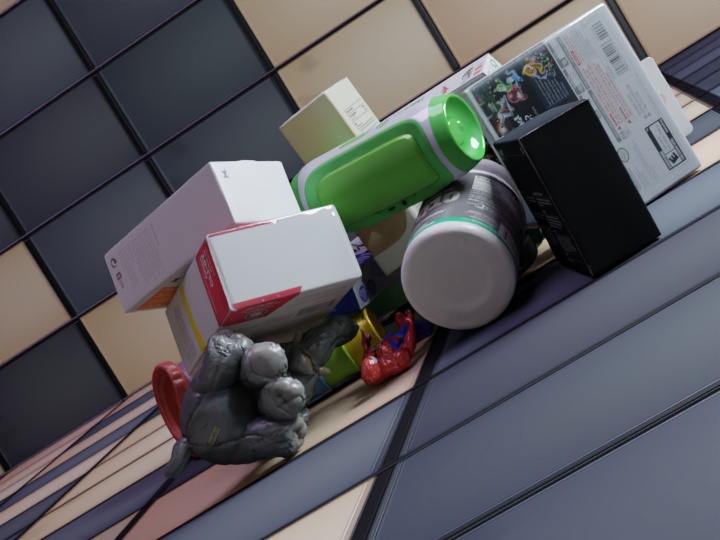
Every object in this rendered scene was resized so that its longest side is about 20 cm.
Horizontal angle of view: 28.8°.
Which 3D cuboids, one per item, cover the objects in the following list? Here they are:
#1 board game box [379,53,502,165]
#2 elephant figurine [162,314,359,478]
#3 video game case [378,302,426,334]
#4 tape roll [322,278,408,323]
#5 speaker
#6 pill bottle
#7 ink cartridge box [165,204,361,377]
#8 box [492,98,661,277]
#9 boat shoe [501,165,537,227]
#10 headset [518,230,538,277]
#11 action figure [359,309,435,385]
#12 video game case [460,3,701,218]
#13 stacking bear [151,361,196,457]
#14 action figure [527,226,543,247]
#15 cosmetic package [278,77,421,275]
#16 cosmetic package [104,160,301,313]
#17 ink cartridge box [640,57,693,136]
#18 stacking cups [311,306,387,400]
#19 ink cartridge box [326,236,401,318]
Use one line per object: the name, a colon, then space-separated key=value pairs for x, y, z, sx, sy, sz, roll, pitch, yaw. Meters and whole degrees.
board game box: x=0.115 y=-0.150 z=1.562 sx=0.199 sy=0.126 sz=0.035 roll=-27 pitch=34 yaw=45
elephant figurine: x=-0.093 y=0.120 z=1.394 sx=0.153 sy=0.143 sz=0.200 roll=4 pitch=6 yaw=9
video game case: x=0.057 y=0.052 z=1.716 sx=0.199 sy=0.023 sz=0.182 roll=-27 pitch=6 yaw=45
tape roll: x=-0.020 y=0.024 z=1.755 sx=0.198 sy=0.049 sz=0.201 roll=-16 pitch=14 yaw=4
speaker: x=0.026 y=-0.103 z=1.419 sx=0.199 sy=0.089 sz=0.088 roll=-25 pitch=7 yaw=31
pill bottle: x=0.109 y=-0.033 z=1.415 sx=0.113 sy=0.113 sz=0.200 roll=-30 pitch=16 yaw=22
ink cartridge box: x=-0.104 y=0.024 z=1.429 sx=0.144 sy=0.084 sz=0.200 roll=-16 pitch=-17 yaw=-26
box: x=0.199 y=-0.080 z=1.325 sx=0.078 sy=0.142 sz=0.200 roll=-32 pitch=4 yaw=1
boat shoe: x=0.219 y=-0.090 z=1.543 sx=0.197 sy=0.074 sz=0.068 roll=-14 pitch=-5 yaw=-1
headset: x=0.121 y=-0.021 z=1.564 sx=0.123 sy=0.094 sz=0.200 roll=-32 pitch=13 yaw=-3
action figure: x=0.035 y=0.074 z=1.445 sx=0.065 sy=0.052 sz=0.200 roll=-27 pitch=8 yaw=20
video game case: x=0.229 y=-0.145 z=1.451 sx=0.181 sy=0.201 sz=0.023 roll=-33 pitch=3 yaw=-10
stacking bear: x=-0.150 y=0.135 z=1.760 sx=0.199 sy=0.123 sz=0.113 roll=-24 pitch=7 yaw=-24
action figure: x=0.156 y=-0.101 z=1.670 sx=0.200 sy=0.054 sz=0.119 roll=34 pitch=100 yaw=56
cosmetic package: x=0.006 y=-0.104 z=1.538 sx=0.071 sy=0.201 sz=0.105 roll=-35 pitch=4 yaw=20
cosmetic package: x=-0.164 y=-0.033 z=1.447 sx=0.101 sy=0.072 sz=0.200 roll=-6 pitch=-23 yaw=-47
ink cartridge box: x=0.304 y=-0.166 z=1.746 sx=0.199 sy=0.116 sz=0.068 roll=-32 pitch=4 yaw=12
stacking cups: x=-0.061 y=0.116 z=1.548 sx=0.199 sy=0.061 sz=0.061 roll=-32 pitch=4 yaw=9
ink cartridge box: x=0.000 y=0.000 z=1.614 sx=0.093 sy=0.045 sz=0.200 roll=-15 pitch=13 yaw=32
